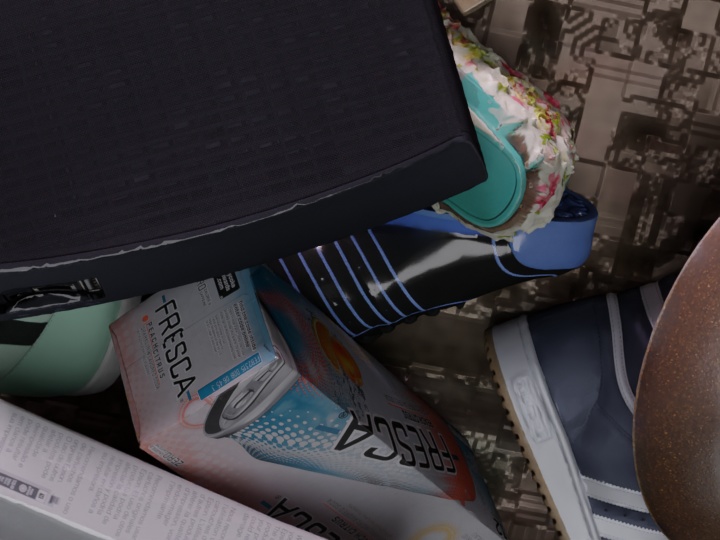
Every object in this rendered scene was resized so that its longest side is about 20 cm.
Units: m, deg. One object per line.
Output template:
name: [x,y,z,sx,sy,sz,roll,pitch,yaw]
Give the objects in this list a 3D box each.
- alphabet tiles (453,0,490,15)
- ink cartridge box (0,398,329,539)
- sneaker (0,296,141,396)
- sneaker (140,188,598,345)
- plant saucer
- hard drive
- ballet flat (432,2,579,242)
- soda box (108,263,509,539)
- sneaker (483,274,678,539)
alphabet tiles: [0.032,-0.208,0.726,0.167,0.008,0.201,-30,85,9]
ink cartridge box: [-0.085,0.121,0.792,0.199,0.200,0.041,23,70,-8]
sneaker: [-0.130,-0.047,0.741,0.073,0.118,0.202,14,98,35]
sneaker: [0.000,0.000,0.811,0.198,0.070,0.078,2,111,6]
plant saucer: [0.200,0.041,0.792,0.199,0.034,0.202,-16,121,-28]
hard drive: [-0.063,-0.067,0.696,0.199,0.042,0.136,-15,83,-4]
ballet flat: [0.009,-0.090,0.771,0.200,0.064,0.076,46,126,11]
soda box: [-0.016,0.071,0.785,0.068,0.064,0.200,-33,140,13]
sneaker: [0.140,0.097,0.843,0.108,0.070,0.201,-22,106,9]
